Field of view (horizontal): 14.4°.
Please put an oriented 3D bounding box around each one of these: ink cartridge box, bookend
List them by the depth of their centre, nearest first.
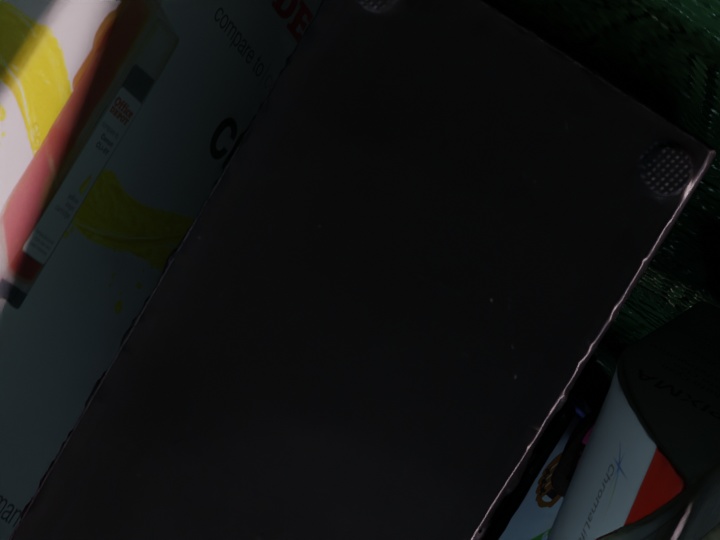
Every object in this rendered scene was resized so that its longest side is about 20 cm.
[{"bbox_3d":[-0.092,-0.020,0.701,0.083,0.201,0.145,24,167,26],"label":"ink cartridge box"},{"bbox_3d":[0.013,0.028,0.712,0.092,0.199,0.200,33,-169,11],"label":"bookend"},{"bbox_3d":[0.045,0.103,0.718,0.047,0.161,0.200,28,-160,19],"label":"ink cartridge box"}]

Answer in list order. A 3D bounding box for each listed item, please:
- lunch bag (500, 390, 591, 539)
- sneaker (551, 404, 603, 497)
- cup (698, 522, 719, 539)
[{"bbox_3d":[0.029,0.115,1.042,0.075,0.160,0.200,33,169,29],"label":"lunch bag"},{"bbox_3d":[0.099,0.078,0.893,0.084,0.077,0.200,37,166,4],"label":"sneaker"},{"bbox_3d":[0.140,0.107,0.628,0.143,0.200,0.200,54,176,16],"label":"cup"}]
